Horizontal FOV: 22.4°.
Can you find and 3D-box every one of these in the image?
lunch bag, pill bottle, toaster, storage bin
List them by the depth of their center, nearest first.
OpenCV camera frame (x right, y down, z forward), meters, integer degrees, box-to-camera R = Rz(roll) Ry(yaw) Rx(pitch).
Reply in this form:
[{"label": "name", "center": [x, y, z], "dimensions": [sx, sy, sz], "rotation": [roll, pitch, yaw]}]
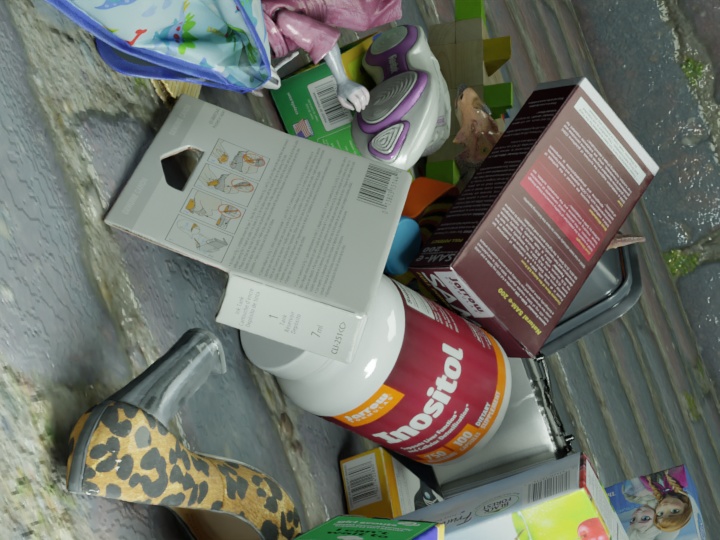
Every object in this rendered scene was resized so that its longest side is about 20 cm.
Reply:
[{"label": "lunch bag", "center": [-0.136, -0.228, 1.211], "dimensions": [0.200, 0.127, 0.170], "rotation": [32, 39, -48]}, {"label": "pill bottle", "center": [0.010, 0.063, 1.310], "dimensions": [0.200, 0.113, 0.113], "rotation": [28, 42, -43]}, {"label": "toaster", "center": [0.099, 0.095, 1.519], "dimensions": [0.200, 0.119, 0.181], "rotation": [45, 24, -85]}, {"label": "storage bin", "center": [0.145, -0.006, 1.721], "dimensions": [0.134, 0.200, 0.146], "rotation": [50, 24, -25]}]

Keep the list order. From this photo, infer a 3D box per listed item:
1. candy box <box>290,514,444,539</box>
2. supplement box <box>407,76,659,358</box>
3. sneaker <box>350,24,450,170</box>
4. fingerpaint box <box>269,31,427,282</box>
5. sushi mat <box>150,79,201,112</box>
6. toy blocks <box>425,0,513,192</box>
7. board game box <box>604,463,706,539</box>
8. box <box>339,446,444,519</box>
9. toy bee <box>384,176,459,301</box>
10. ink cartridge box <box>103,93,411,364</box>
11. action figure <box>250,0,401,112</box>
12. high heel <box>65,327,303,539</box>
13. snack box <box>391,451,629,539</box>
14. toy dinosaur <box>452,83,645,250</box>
[{"label": "candy box", "center": [-0.017, 0.237, 1.018], "dimensions": [0.200, 0.077, 0.169], "rotation": [-11, 104, -73]}, {"label": "supplement box", "center": [0.137, -0.041, 1.409], "dimensions": [0.109, 0.061, 0.200], "rotation": [47, 65, -24]}, {"label": "sneaker", "center": [0.046, -0.125, 1.487], "dimensions": [0.100, 0.075, 0.200], "rotation": [58, 22, -27]}, {"label": "fingerpaint box", "center": [0.008, -0.095, 1.585], "dimensions": [0.200, 0.073, 0.167], "rotation": [67, 18, -9]}, {"label": "sushi mat", "center": [-0.137, -0.188, 1.351], "dimensions": [0.096, 0.012, 0.200], "rotation": [60, 19, -28]}, {"label": "toy blocks", "center": [0.102, -0.126, 1.650], "dimensions": [0.137, 0.100, 0.200], "rotation": [62, 26, -56]}, {"label": "board game box", "center": [0.195, 0.274, 1.508], "dimensions": [0.199, 0.200, 0.043], "rotation": [-93, 158, -46]}, {"label": "box", "center": [0.049, 0.226, 1.397], "dimensions": [0.200, 0.041, 0.119], "rotation": [48, 26, -55]}, {"label": "toy bee", "center": [0.000, 0.000, 1.435], "dimensions": [0.131, 0.200, 0.109], "rotation": [37, -47, 52]}, {"label": "ink cartridge box", "center": [-0.066, -0.033, 1.215], "dimensions": [0.200, 0.176, 0.045], "rotation": [-71, 180, -59]}, {"label": "action figure", "center": [-0.048, -0.205, 1.407], "dimensions": [0.200, 0.134, 0.149], "rotation": [-45, 130, -49]}, {"label": "high heel", "center": [-0.101, 0.149, 1.019], "dimensions": [0.143, 0.071, 0.200], "rotation": [-45, 123, -52]}, {"label": "snack box", "center": [0.089, 0.223, 1.241], "dimensions": [0.142, 0.200, 0.053], "rotation": [63, 17, -20]}, {"label": "toy dinosaur", "center": [0.146, -0.058, 1.503], "dimensions": [0.086, 0.200, 0.136], "rotation": [-63, 179, -25]}]
